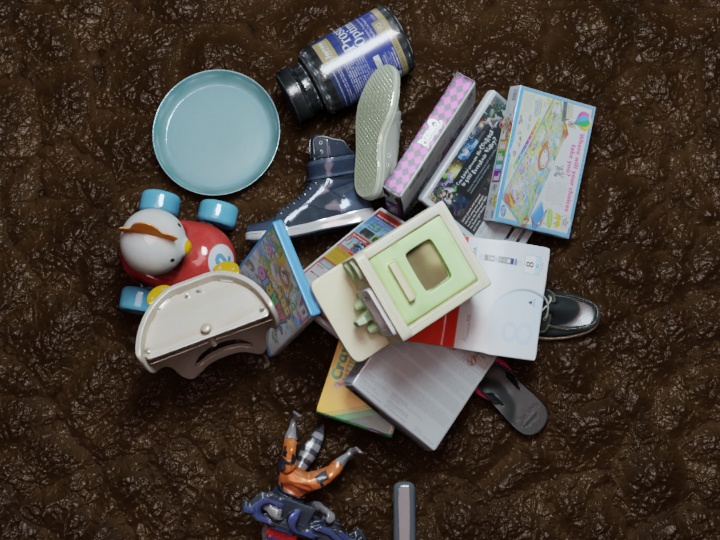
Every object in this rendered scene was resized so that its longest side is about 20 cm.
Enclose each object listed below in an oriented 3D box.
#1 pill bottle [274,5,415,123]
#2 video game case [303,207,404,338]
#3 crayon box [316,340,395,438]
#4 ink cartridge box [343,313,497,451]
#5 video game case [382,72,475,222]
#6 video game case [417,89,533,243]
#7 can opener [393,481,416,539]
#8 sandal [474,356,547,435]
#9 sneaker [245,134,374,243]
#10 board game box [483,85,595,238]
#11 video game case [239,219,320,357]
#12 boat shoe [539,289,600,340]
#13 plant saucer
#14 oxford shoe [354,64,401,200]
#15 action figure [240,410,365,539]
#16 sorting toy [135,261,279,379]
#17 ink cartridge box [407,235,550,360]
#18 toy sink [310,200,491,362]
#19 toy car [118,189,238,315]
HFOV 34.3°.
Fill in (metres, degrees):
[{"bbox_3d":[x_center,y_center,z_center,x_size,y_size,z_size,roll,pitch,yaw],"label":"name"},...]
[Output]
[{"bbox_3d":[-0.025,-0.309,1.779,0.199,0.112,0.113,-30,79,-5],"label":"pill bottle"},{"bbox_3d":[0.000,0.000,1.667,0.200,0.018,0.143,-40,43,-16],"label":"video game case"},{"bbox_3d":[0.021,0.133,1.717,0.118,0.058,0.202,17,80,5],"label":"crayon box"},{"bbox_3d":[0.095,0.130,1.664,0.162,0.057,0.201,39,73,-15],"label":"ink cartridge box"},{"bbox_3d":[0.102,-0.170,1.713,0.036,0.181,0.201,32,82,11],"label":"video game case"},{"bbox_3d":[0.206,-0.134,1.744,0.181,0.023,0.201,37,81,-20],"label":"video game case"},{"bbox_3d":[0.052,0.403,1.666,0.066,0.053,0.202,4,79,3],"label":"can opener"},{"bbox_3d":[0.194,0.160,1.713,0.200,0.045,0.075,41,84,9],"label":"sandal"},{"bbox_3d":[-0.088,-0.122,1.755,0.200,0.077,0.148,-13,90,-11],"label":"sneaker"},{"bbox_3d":[0.266,-0.159,1.735,0.133,0.034,0.202,12,90,-21],"label":"board game box"},{"bbox_3d":[-0.122,0.030,1.677,0.018,0.200,0.144,-18,77,-27],"label":"video game case"},{"bbox_3d":[0.257,0.060,1.721,0.198,0.068,0.073,7,79,1],"label":"boat shoe"},{"bbox_3d":[-0.222,-0.211,1.810,0.198,0.027,0.203,0,80,2],"label":"plant saucer"},{"bbox_3d":[0.032,-0.202,1.732,0.075,0.057,0.203,4,88,46],"label":"oxford shoe"},{"bbox_3d":[-0.073,0.327,1.684,0.199,0.105,0.195,31,87,-20],"label":"action figure"},{"bbox_3d":[-0.212,0.092,1.676,0.198,0.181,0.108,-20,56,-3],"label":"sorting toy"},{"bbox_3d":[0.162,0.033,1.636,0.198,0.047,0.162,9,89,-21],"label":"ink cartridge box"},{"bbox_3d":[0.050,0.018,1.549,0.199,0.112,0.131,-31,91,-11],"label":"toy sink"},{"bbox_3d":[-0.275,-0.032,1.688,0.175,0.200,0.186,10,80,4],"label":"toy car"}]
